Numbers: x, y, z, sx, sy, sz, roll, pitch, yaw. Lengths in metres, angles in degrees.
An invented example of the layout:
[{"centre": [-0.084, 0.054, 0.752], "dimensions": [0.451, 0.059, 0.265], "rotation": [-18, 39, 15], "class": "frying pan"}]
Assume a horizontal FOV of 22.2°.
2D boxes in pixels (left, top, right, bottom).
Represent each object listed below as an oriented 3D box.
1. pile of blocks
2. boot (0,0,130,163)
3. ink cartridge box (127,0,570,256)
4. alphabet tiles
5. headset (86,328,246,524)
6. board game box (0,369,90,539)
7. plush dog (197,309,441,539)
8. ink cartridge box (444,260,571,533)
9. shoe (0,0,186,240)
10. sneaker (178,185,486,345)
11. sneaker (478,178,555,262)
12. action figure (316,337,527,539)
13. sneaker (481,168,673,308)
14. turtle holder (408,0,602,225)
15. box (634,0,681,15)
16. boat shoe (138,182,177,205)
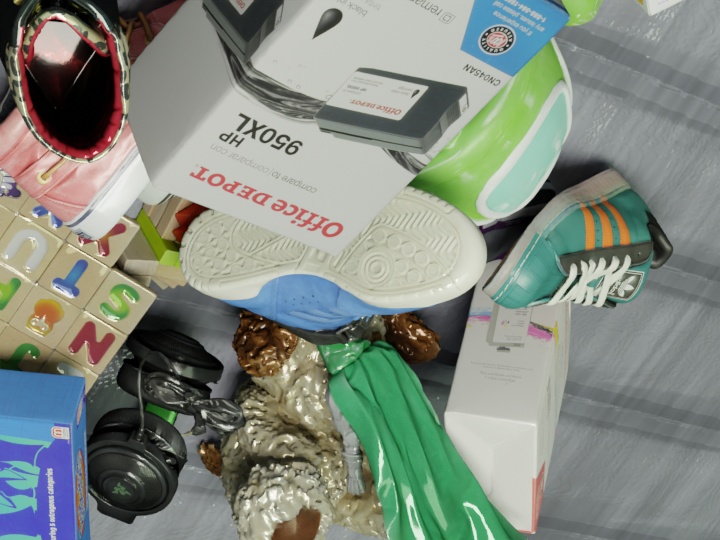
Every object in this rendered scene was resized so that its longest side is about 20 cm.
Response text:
[{"centre": [-0.144, 0.012, 1.168], "dimensions": [0.200, 0.062, 0.082], "rotation": [-41, 136, 6], "class": "pile of blocks"}, {"centre": [-0.155, -0.162, 0.918], "dimensions": [0.073, 0.154, 0.205], "rotation": [-9, 111, -12], "class": "boot"}, {"centre": [-0.011, -0.116, 0.981], "dimensions": [0.144, 0.085, 0.200], "rotation": [21, 124, -41], "class": "ink cartridge box"}, {"centre": [-0.229, 0.024, 1.118], "dimensions": [0.166, 0.006, 0.200], "rotation": [31, 109, -20], "class": "alphabet tiles"}, {"centre": [-0.121, 0.099, 1.176], "dimensions": [0.093, 0.124, 0.200], "rotation": [21, 161, 0], "class": "headset"}, {"centre": [-0.269, 0.124, 1.135], "dimensions": [0.198, 0.045, 0.153], "rotation": [6, 129, 2], "class": "board game box"}, {"centre": [-0.034, 0.088, 1.269], "dimensions": [0.199, 0.160, 0.173], "rotation": [0, 110, -50], "class": "plush dog"}, {"centre": [0.110, 0.073, 1.322], "dimensions": [0.067, 0.201, 0.117], "rotation": [6, 133, 12], "class": "ink cartridge box"}, {"centre": [-0.132, -0.122, 1.053], "dimensions": [0.091, 0.071, 0.201], "rotation": [37, 88, -23], "class": "shoe"}, {"centre": [0.000, -0.001, 1.114], "dimensions": [0.198, 0.077, 0.111], "rotation": [-4, 164, 28], "class": "sneaker"}, {"centre": [0.040, -0.018, 1.248], "dimensions": [0.198, 0.075, 0.088], "rotation": [-9, 135, -26], "class": "sneaker"}, {"centre": [0.025, 0.121, 1.200], "dimensions": [0.118, 0.054, 0.201], "rotation": [-34, 101, -44], "class": "action figure"}, {"centre": [0.156, -0.010, 1.253], "dimensions": [0.200, 0.080, 0.072], "rotation": [-31, 160, -53], "class": "sneaker"}, {"centre": [0.068, -0.115, 1.149], "dimensions": [0.132, 0.140, 0.187], "rotation": [39, 58, -45], "class": "turtle holder"}, {"centre": [0.227, -0.261, 1.124], "dimensions": [0.199, 0.113, 0.102], "rotation": [-26, 135, -8], "class": "box"}, {"centre": [-0.057, -0.107, 1.103], "dimensions": [0.064, 0.071, 0.200], "rotation": [39, 100, -26], "class": "boat shoe"}]
